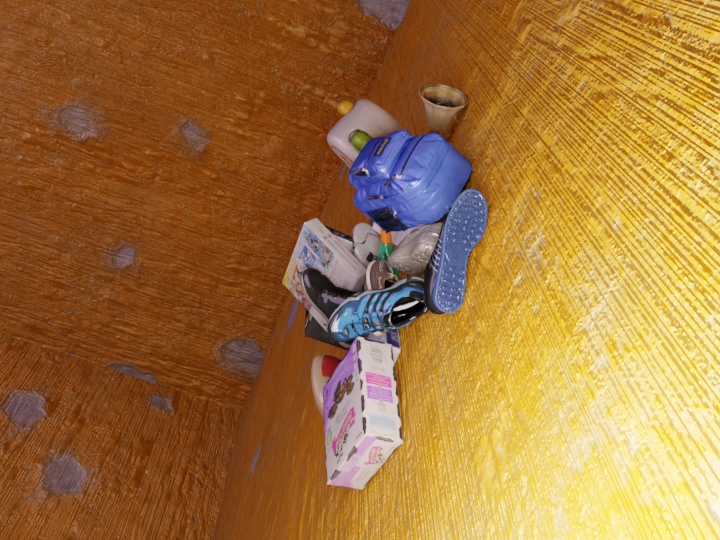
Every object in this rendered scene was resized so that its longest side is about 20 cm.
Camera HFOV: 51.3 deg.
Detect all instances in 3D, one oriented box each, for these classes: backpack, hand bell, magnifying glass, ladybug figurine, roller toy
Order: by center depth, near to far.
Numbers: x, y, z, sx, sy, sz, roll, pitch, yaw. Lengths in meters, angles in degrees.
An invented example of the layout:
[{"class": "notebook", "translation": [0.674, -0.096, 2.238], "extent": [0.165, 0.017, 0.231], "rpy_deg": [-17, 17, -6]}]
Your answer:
[{"class": "backpack", "translation": [0.087, -0.165, 1.365], "extent": [0.199, 0.168, 0.163], "rpy_deg": [1, 60, 55]}, {"class": "magnifying glass", "translation": [0.054, -0.038, 1.550], "extent": [0.080, 0.022, 0.201], "rpy_deg": [34, 132, 56]}, {"class": "hand bell", "translation": [0.158, -0.288, 1.625], "extent": [0.104, 0.103, 0.201], "rpy_deg": [-83, 3, -52]}, {"class": "ladybug figurine", "translation": [-0.060, 0.251, 1.641], "extent": [0.200, 0.071, 0.137], "rpy_deg": [-98, -10, -68]}, {"class": "roller toy", "translation": [0.030, -0.279, 1.650], "extent": [0.140, 0.182, 0.200], "rpy_deg": [-48, 42, -1]}]

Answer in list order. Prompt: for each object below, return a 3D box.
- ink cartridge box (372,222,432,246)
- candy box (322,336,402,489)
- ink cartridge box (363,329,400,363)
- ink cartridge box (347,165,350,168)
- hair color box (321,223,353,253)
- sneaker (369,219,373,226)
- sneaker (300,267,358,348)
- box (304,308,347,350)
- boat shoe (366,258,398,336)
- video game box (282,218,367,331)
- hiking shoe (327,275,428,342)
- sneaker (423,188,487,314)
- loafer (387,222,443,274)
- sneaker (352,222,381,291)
[{"class": "ink cartridge box", "translation": [0.118, -0.138, 1.524], "extent": [0.200, 0.043, 0.198], "rpy_deg": [39, 111, 52]}, {"class": "candy box", "translation": [-0.001, 0.247, 1.302], "extent": [0.201, 0.071, 0.168], "rpy_deg": [-96, 28, -44]}, {"class": "ink cartridge box", "translation": [0.022, 0.183, 1.495], "extent": [0.200, 0.040, 0.201], "rpy_deg": [-93, 24, -65]}, {"class": "ink cartridge box", "translation": [0.054, -0.274, 1.840], "extent": [0.147, 0.083, 0.200], "rpy_deg": [-53, -9, 2]}, {"class": "hair color box", "translation": [-0.040, -0.030, 1.770], "extent": [0.061, 0.199, 0.101], "rpy_deg": [-66, 0, -76]}, {"class": "sneaker", "translation": [0.080, -0.111, 1.703], "extent": [0.082, 0.073, 0.200], "rpy_deg": [-64, 21, 8]}, {"class": "sneaker", "translation": [-0.043, 0.053, 1.570], "extent": [0.075, 0.200, 0.106], "rpy_deg": [-18, -27, -45]}, {"class": "box", "translation": [-0.062, 0.086, 1.908], "extent": [0.200, 0.124, 0.149], "rpy_deg": [-99, 30, -73]}, {"class": "boat shoe", "translation": [0.049, 0.042, 1.446], "extent": [0.059, 0.072, 0.201], "rpy_deg": [-28, 30, 22]}, {"class": "video game box", "translation": [-0.083, 0.016, 1.679], "extent": [0.047, 0.182, 0.201], "rpy_deg": [-27, -27, -42]}, {"class": "hiking shoe", "translation": [0.031, 0.073, 1.310], "extent": [0.199, 0.075, 0.087], "rpy_deg": [-27, 21, 6]}, {"class": "sneaker", "translation": [0.141, -0.030, 1.183], "extent": [0.078, 0.070, 0.201], "rpy_deg": [173, 116, -71]}, {"class": "loafer", "translation": [0.108, -0.040, 1.406], "extent": [0.070, 0.070, 0.200], "rpy_deg": [-67, 16, -18]}, {"class": "sneaker", "translation": [0.000, 0.000, 1.697], "extent": [0.115, 0.075, 0.201], "rpy_deg": [-39, 56, 52]}]
